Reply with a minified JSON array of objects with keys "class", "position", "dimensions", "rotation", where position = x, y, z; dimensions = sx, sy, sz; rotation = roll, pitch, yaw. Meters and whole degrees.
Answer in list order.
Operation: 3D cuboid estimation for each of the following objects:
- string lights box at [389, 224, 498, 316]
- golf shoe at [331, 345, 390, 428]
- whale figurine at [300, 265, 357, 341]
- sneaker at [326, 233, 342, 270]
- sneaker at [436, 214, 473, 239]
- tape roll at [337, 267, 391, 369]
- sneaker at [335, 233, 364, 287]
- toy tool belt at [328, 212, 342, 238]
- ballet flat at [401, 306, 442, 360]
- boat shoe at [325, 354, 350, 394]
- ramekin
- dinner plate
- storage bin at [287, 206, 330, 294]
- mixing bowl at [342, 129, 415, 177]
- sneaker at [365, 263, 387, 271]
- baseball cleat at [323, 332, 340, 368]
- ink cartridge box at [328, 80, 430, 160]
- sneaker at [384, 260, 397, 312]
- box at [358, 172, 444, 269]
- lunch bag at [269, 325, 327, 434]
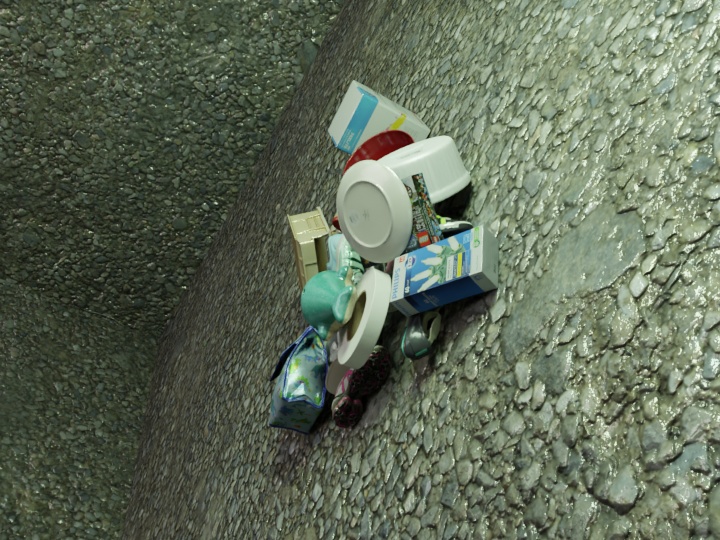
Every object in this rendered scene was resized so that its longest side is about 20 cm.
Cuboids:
[{"class":"string lights box","position":[0.151,0.004,1.366],"dimensions":[0.198,0.059,0.104],"rotation":[-21,46,35]},{"class":"golf shoe","position":[-0.007,0.227,1.576],"dimensions":[0.202,0.072,0.093],"rotation":[-57,23,21]},{"class":"whale figurine","position":[-0.064,0.062,1.543],"dimensions":[0.200,0.102,0.162],"rotation":[-178,107,-77]},{"class":"sneaker","position":[-0.038,0.008,1.778],"dimensions":[0.081,0.073,0.204],"rotation":[11,111,39]},{"class":"sneaker","position":[0.131,-0.098,1.494],"dimensions":[0.197,0.071,0.084],"rotation":[-3,72,35]},{"class":"tape roll","position":[0.007,0.095,1.510],"dimensions":[0.203,0.036,0.206],"rotation":[-160,89,-78]},{"class":"sneaker","position":[0.000,0.000,1.665],"dimensions":[0.117,0.073,0.204],"rotation":[6,82,45]},{"class":"toy tool belt","position":[-0.014,-0.105,1.825],"dimensions":[0.201,0.123,0.124],"rotation":[72,-147,-51]},{"class":"ballet flat","position":[0.125,0.082,1.436],"dimensions":[0.073,0.072,0.202],"rotation":[-45,24,42]},{"class":"boat shoe","position":[-0.011,0.183,1.664],"dimensions":[0.202,0.072,0.063],"rotation":[-60,2,11]},{"class":"ramekin","position":[0.118,-0.198,1.542],"dimensions":[0.197,0.099,0.201],"rotation":[-20,16,6]},{"class":"dinner plate","position":[0.019,-0.111,1.465],"dimensions":[0.198,0.024,0.204],"rotation":[17,115,41]},{"class":"storage bin","position":[-0.121,-0.030,1.955],"dimensions":[0.199,0.092,0.203],"rotation":[-116,18,-63]},{"class":"mixing bowl","position":[0.066,-0.217,1.773],"dimensions":[0.197,0.108,0.203],"rotation":[-20,48,24]},{"class":"sneaker","position":[0.042,-0.040,1.743],"dimensions":[0.079,0.073,0.203],"rotation":[-48,27,49]},{"class":"baseball cleat","position":[-0.019,0.144,1.729],"dimensions":[0.202,0.069,0.107],"rotation":[-60,35,28]},{"class":"ink cartridge box","position":[0.045,-0.349,1.881],"dimensions":[0.147,0.197,0.147],"rotation":[-60,22,18]},{"class":"sneaker","position":[0.085,-0.009,1.598],"dimensions":[0.202,0.075,0.104],"rotation":[-61,25,-5]},{"class":"box","position":[0.061,-0.093,1.473],"dimensions":[0.198,0.037,0.139],"rotation":[-18,90,46]},{"class":"lunch bag","position":[-0.142,0.252,1.767],"dimensions":[0.171,0.125,0.203],"rotation":[119,164,-54]}]
